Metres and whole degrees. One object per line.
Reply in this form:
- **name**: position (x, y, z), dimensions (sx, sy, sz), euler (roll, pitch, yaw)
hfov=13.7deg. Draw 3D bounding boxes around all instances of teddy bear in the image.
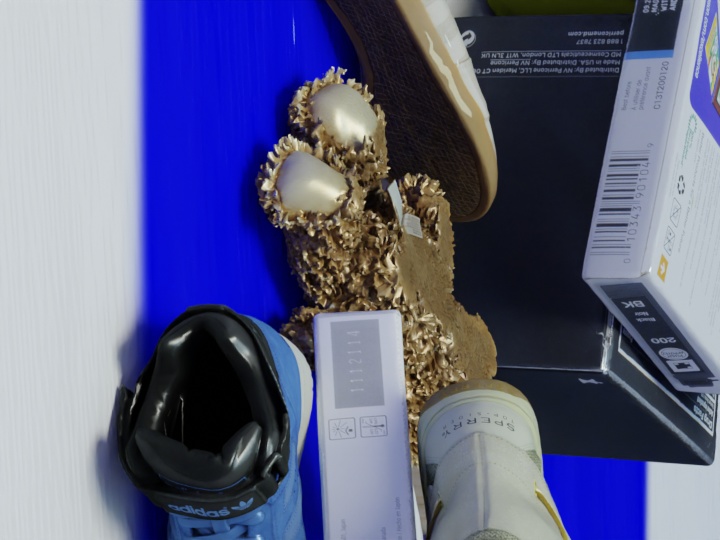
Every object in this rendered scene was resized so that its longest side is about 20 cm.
- **teddy bear**: position (0.000, 0.000, 1.441), dimensions (0.200, 0.067, 0.145), euler (51, 36, -49)

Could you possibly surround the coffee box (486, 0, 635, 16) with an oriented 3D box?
- **coffee box**: position (0.186, -0.217, 1.676), dimensions (0.200, 0.200, 0.198), euler (52, 45, -59)

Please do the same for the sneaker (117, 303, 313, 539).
- **sneaker**: position (-0.060, 0.113, 1.264), dimensions (0.111, 0.077, 0.200), euler (41, 50, -69)

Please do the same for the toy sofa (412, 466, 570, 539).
- **toy sofa**: position (0.067, 0.165, 1.573), dimensions (0.200, 0.083, 0.098), euler (59, 38, -53)

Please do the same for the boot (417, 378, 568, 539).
- **boot**: position (0.065, 0.167, 1.287), dimensions (0.155, 0.072, 0.200), euler (-94, 173, -61)

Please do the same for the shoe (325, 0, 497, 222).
- **shoe**: position (0.030, -0.105, 1.475), dimensions (0.053, 0.070, 0.200), euler (-60, 143, -34)

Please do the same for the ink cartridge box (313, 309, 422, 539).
- **ink cartridge box**: position (0.008, 0.149, 1.355), dimensions (0.176, 0.045, 0.200), euler (85, 1, -48)

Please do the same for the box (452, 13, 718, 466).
- **box**: position (0.121, -0.014, 1.636), dimensions (0.200, 0.123, 0.198), euler (39, 55, -61)

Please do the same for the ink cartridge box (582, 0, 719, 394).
- **ink cartridge box**: position (0.182, -0.044, 1.568), dimensions (0.200, 0.043, 0.198), euler (46, 51, -53)
